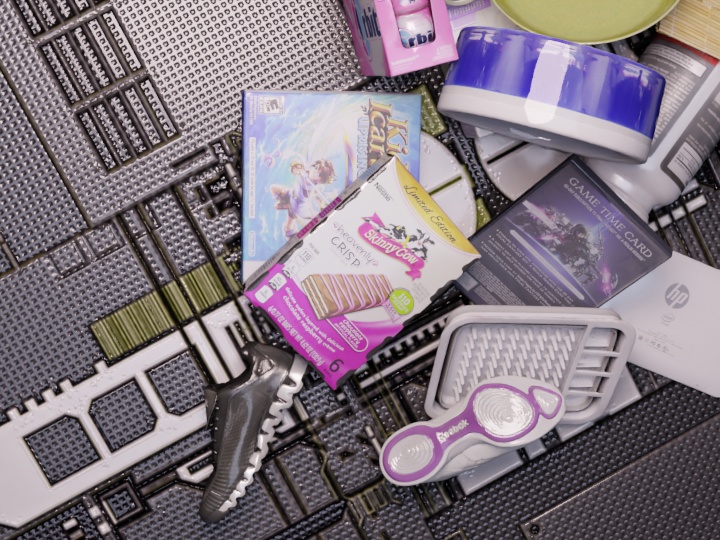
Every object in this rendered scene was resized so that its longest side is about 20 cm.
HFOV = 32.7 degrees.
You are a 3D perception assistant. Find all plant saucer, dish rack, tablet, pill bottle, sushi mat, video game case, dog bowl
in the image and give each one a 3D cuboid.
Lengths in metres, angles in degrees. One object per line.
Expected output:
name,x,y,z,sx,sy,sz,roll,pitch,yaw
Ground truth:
plant saucer,0.210,-0.290,1.146,0.199,0.031,0.201,-3,68,6
dish rack,0.170,0.092,1.271,0.199,0.044,0.172,1,137,-8
tablet,0.334,0.046,1.335,0.199,0.014,0.131,22,94,-10
pill bottle,0.300,-0.139,1.254,0.116,0.116,0.200,36,92,-11
sushi mat,0.372,-0.242,1.194,0.199,0.012,0.096,19,81,-22
video game case,0.194,-0.011,1.248,0.143,0.019,0.200,42,126,-10
video game case,-0.031,-0.082,1.253,0.180,0.045,0.201,0,97,-9
dog bowl,0.176,-0.160,1.134,0.199,0.200,0.079,14,94,-9

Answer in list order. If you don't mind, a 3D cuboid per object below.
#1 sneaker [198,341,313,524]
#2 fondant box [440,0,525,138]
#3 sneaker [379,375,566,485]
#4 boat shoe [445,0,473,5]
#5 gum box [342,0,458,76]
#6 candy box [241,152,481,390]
sneaker,-0.130,0.160,1.263,0.090,0.066,0.201,28,89,-7
fondant box,0.147,-0.252,1.248,0.144,0.058,0.201,-21,99,-5
sneaker,0.117,0.166,1.278,0.199,0.100,0.075,-22,73,8
boat shoe,0.081,-0.351,1.176,0.074,0.066,0.200,-3,67,3
gum box,0.031,-0.246,1.159,0.066,0.200,0.114,-16,101,-5
candy box,0.000,0.000,1.214,0.200,0.061,0.136,-43,102,0
